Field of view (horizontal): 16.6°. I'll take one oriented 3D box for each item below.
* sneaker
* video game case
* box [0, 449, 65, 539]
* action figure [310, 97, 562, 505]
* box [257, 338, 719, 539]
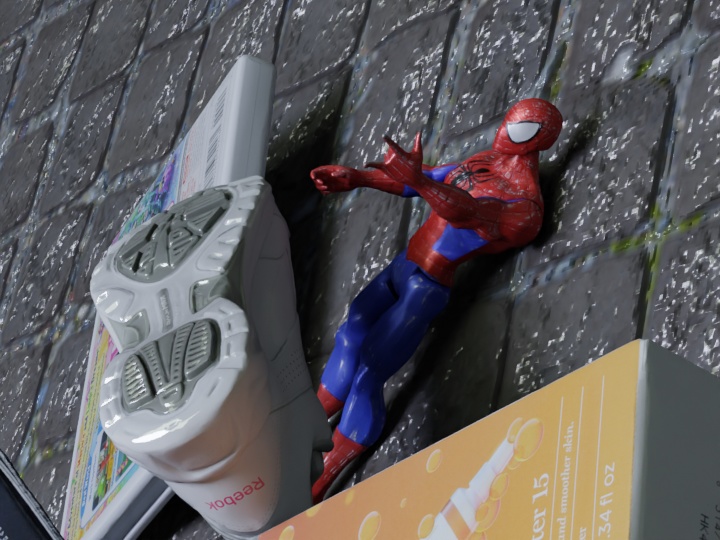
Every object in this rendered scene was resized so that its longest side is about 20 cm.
[{"bbox_3d":[-0.051,0.040,0.942,0.078,0.100,0.200,-23,28,14],"label":"sneaker"},{"bbox_3d":[-0.092,0.026,1.159,0.182,0.024,0.201,130,152,-49],"label":"video game case"},{"bbox_3d":[-0.124,0.196,0.893,0.123,0.201,0.196,-29,25,-14],"label":"box"},{"bbox_3d":[0.000,0.000,0.992,0.200,0.099,0.065,-51,31,17],"label":"action figure"},{"bbox_3d":[0.054,0.125,0.787,0.200,0.097,0.125,-32,40,44],"label":"box"}]
